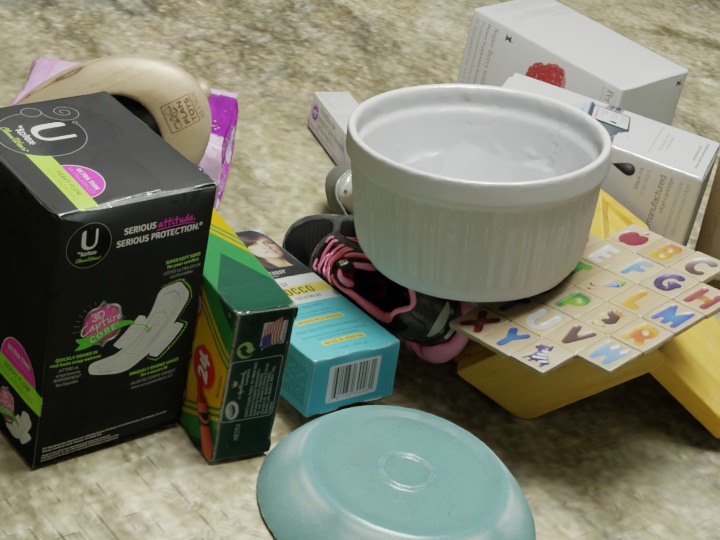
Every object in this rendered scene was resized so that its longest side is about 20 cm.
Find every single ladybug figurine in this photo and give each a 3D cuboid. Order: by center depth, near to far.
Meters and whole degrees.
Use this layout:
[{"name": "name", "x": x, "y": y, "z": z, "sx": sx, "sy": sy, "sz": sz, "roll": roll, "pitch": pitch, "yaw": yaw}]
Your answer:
[{"name": "ladybug figurine", "x": -0.214, "y": -0.109, "z": 1.337, "sx": 0.199, "sy": 0.136, "sz": 0.072, "roll": -23, "pitch": 20, "yaw": 1}]

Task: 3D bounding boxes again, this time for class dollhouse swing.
[{"name": "dollhouse swing", "x": 0.193, "y": 0.064, "z": 1.325, "sx": 0.181, "sy": 0.176, "sz": 0.200, "roll": -25, "pitch": 25, "yaw": 18}]

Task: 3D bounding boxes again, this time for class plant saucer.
[{"name": "plant saucer", "x": 0.029, "y": 0.150, "z": 1.115, "sx": 0.199, "sy": 0.036, "sz": 0.200, "roll": 10, "pitch": 30, "yaw": -6}]

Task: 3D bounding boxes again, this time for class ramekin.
[{"name": "ramekin", "x": 0.085, "y": -0.059, "z": 1.218, "sx": 0.199, "sy": 0.106, "sz": 0.200, "roll": 3, "pitch": 27, "yaw": -2}]

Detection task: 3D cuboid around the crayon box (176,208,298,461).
[{"name": "crayon box", "x": -0.122, "y": 0.028, "z": 1.172, "sx": 0.051, "sy": 0.128, "sz": 0.200, "roll": -7, "pitch": 35, "yaw": -31}]

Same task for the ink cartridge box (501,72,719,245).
[{"name": "ink cartridge box", "x": 0.200, "y": -0.069, "z": 1.437, "sx": 0.199, "sy": 0.147, "sz": 0.086, "roll": 20, "pitch": 33, "yaw": 13}]

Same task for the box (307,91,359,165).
[{"name": "box", "x": 0.004, "y": -0.108, "z": 1.532, "sx": 0.041, "sy": 0.039, "sz": 0.200, "roll": -3, "pitch": 34, "yaw": -26}]

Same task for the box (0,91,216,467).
[{"name": "box", "x": -0.200, "y": 0.002, "z": 1.108, "sx": 0.124, "sy": 0.201, "sz": 0.148, "roll": -14, "pitch": 40, "yaw": -38}]

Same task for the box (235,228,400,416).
[{"name": "box", "x": -0.061, "y": 0.036, "z": 1.239, "sx": 0.082, "sy": 0.049, "sz": 0.200, "roll": -11, "pitch": 33, "yaw": -35}]

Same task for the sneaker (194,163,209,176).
[{"name": "sneaker", "x": -0.208, "y": -0.018, "z": 1.279, "sx": 0.199, "sy": 0.077, "sz": 0.076, "roll": -20, "pitch": 72, "yaw": -20}]

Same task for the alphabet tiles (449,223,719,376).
[{"name": "alphabet tiles", "x": 0.172, "y": 0.018, "z": 1.201, "sx": 0.199, "sy": 0.006, "sz": 0.166, "roll": -26, "pitch": 34, "yaw": -30}]

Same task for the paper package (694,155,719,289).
[{"name": "paper package", "x": 0.409, "y": -0.078, "z": 1.490, "sx": 0.103, "sy": 0.192, "sz": 0.200, "roll": 25, "pitch": 31, "yaw": 28}]

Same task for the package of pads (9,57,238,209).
[{"name": "package of pads", "x": -0.212, "y": -0.124, "z": 1.439, "sx": 0.199, "sy": 0.076, "sz": 0.121, "roll": 11, "pitch": 33, "yaw": -4}]

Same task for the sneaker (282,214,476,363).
[{"name": "sneaker", "x": 0.000, "y": 0.000, "z": 1.274, "sx": 0.199, "sy": 0.079, "sz": 0.095, "roll": 28, "pitch": 3, "yaw": 39}]

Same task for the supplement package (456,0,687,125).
[{"name": "supplement package", "x": 0.212, "y": -0.185, "z": 1.661, "sx": 0.200, "sy": 0.122, "sz": 0.119, "roll": 34, "pitch": 36, "yaw": 33}]

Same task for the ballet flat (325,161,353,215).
[{"name": "ballet flat", "x": 0.021, "y": -0.047, "z": 1.382, "sx": 0.067, "sy": 0.064, "sz": 0.200, "roll": -22, "pitch": 48, "yaw": -9}]
